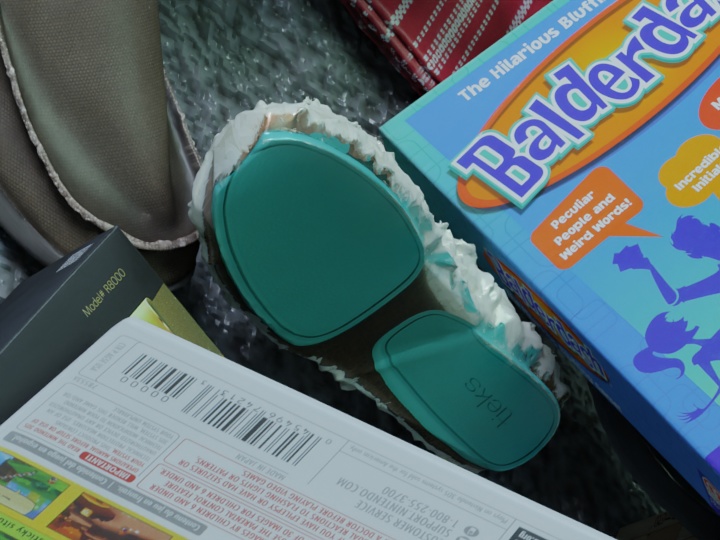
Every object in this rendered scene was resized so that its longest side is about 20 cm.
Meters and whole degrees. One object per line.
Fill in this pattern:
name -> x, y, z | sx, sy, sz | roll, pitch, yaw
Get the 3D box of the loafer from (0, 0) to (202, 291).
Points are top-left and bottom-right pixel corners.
loafer -> -0.097, -0.087, 0.789 | 0.073, 0.071, 0.201 | -25, 88, -49

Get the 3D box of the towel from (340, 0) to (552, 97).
towel -> 0.046, -0.106, 0.986 | 0.200, 0.022, 0.145 | 49, 41, -18

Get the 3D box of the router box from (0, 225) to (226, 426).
router box -> -0.082, 0.107, 0.717 | 0.157, 0.052, 0.200 | 51, 42, -13

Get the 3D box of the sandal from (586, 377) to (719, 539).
sandal -> 0.154, 0.082, 0.897 | 0.200, 0.043, 0.076 | 51, 42, -5

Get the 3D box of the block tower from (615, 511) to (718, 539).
block tower -> 0.097, 0.168, 0.867 | 0.054, 0.058, 0.200 | 45, 45, -18

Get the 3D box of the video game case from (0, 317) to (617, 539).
video game case -> -0.026, 0.099, 0.628 | 0.199, 0.023, 0.182 | 24, 39, 19

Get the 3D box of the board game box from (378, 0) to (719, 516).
board game box -> 0.123, -0.026, 0.861 | 0.200, 0.152, 0.045 | 46, -11, 39

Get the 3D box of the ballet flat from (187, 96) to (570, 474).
ballet flat -> 0.000, 0.000, 0.831 | 0.200, 0.071, 0.072 | 49, 39, -45
